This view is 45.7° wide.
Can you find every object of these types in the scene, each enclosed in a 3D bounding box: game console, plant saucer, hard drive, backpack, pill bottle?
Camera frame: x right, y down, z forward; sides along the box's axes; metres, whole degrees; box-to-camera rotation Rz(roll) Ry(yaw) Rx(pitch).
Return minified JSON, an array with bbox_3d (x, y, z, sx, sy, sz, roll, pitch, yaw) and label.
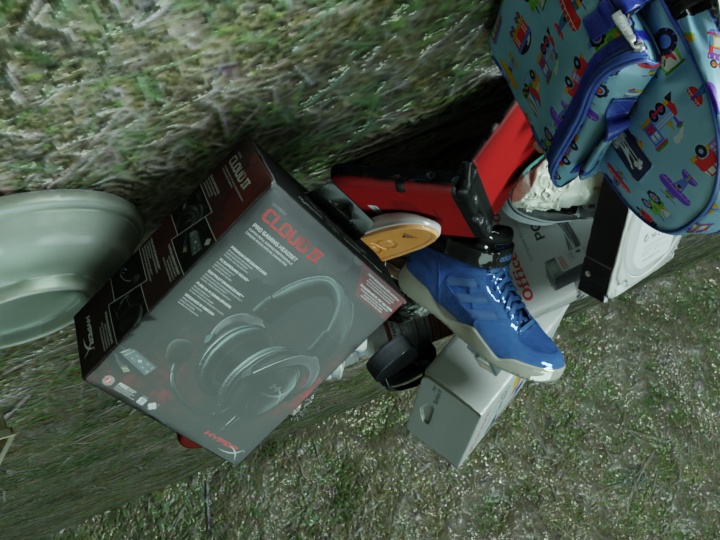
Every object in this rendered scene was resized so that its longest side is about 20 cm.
[{"bbox_3d":[0.082,-0.104,0.755,0.169,0.121,0.200,7,173,15],"label":"game console"},{"bbox_3d":[-0.241,0.013,0.593,0.197,0.051,0.200,-23,167,-5],"label":"plant saucer"},{"bbox_3d":[0.275,-0.082,0.805,0.138,0.038,0.203,-24,131,-38],"label":"hard drive"},{"bbox_3d":[0.179,-0.108,0.503,0.132,0.203,0.183,-20,168,-9],"label":"backpack"},{"bbox_3d":[0.050,0.048,1.089,0.197,0.114,0.112,-21,167,-6],"label":"pill bottle"}]

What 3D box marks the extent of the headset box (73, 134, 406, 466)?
[{"bbox_3d":[-0.076,0.020,0.600,0.200,0.078,0.149,-43,128,8],"label":"headset box"}]

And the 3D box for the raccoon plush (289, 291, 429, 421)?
[{"bbox_3d":[-0.018,0.093,0.941,0.196,0.137,0.097,0,-179,7],"label":"raccoon plush"}]

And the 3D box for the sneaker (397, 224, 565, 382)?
[{"bbox_3d":[0.139,0.018,0.867,0.076,0.199,0.112,-19,141,-56],"label":"sneaker"}]

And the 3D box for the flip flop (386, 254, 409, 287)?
[{"bbox_3d":[0.019,-0.004,0.947,0.197,0.058,0.081,-18,164,-16],"label":"flip flop"}]

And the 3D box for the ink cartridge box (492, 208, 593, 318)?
[{"bbox_3d":[0.223,-0.038,0.967,0.197,0.148,0.085,-22,169,-7],"label":"ink cartridge box"}]

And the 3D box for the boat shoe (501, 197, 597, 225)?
[{"bbox_3d":[0.246,-0.085,0.896,0.196,0.073,0.068,0,-179,-8],"label":"boat shoe"}]

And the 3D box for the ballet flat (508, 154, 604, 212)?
[{"bbox_3d":[0.223,-0.100,0.814,0.199,0.072,0.072,-33,175,-35],"label":"ballet flat"}]

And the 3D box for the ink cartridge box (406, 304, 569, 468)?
[{"bbox_3d":[0.152,0.117,1.032,0.200,0.087,0.146,-42,158,-31],"label":"ink cartridge box"}]

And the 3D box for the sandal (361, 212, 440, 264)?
[{"bbox_3d":[-0.006,-0.002,0.810,0.078,0.060,0.205,18,157,-31],"label":"sandal"}]

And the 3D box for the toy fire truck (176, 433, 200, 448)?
[{"bbox_3d":[-0.176,0.110,0.994,0.197,0.113,0.168,-25,148,5],"label":"toy fire truck"}]

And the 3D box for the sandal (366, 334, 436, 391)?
[{"bbox_3d":[0.051,0.117,0.993,0.076,0.043,0.200,-41,165,8],"label":"sandal"}]

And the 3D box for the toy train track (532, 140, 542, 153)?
[{"bbox_3d":[0.214,-0.156,0.683,0.114,0.033,0.200,-39,174,-45],"label":"toy train track"}]

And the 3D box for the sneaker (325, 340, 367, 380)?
[{"bbox_3d":[-0.086,0.068,0.819,0.199,0.147,0.081,-29,-157,37],"label":"sneaker"}]

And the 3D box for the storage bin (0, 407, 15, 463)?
[{"bbox_3d":[-0.422,0.154,0.737,0.196,0.095,0.200,-15,165,-34],"label":"storage bin"}]
